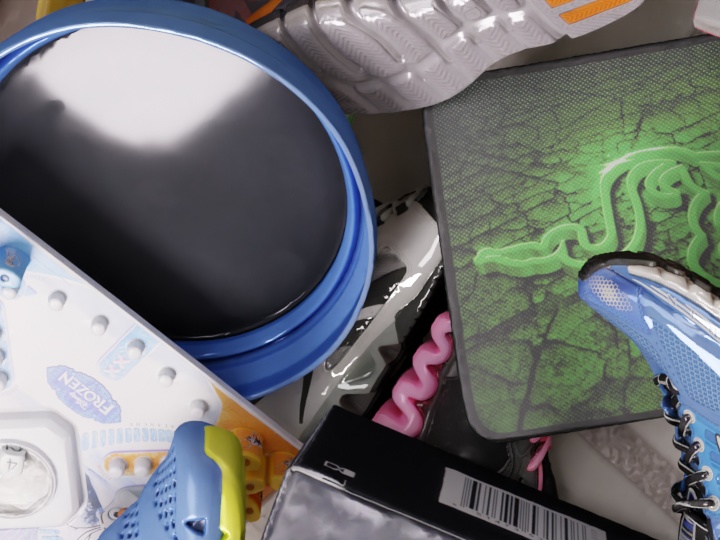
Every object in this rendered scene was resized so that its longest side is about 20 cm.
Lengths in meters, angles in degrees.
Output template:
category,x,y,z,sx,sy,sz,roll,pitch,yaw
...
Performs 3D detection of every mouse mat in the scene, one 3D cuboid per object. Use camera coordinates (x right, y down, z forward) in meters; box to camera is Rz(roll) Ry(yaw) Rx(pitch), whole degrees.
category,x,y,z,sx,sy,sz,roll,pitch,yaw
mouse mat,0.132,-0.019,0.777,0.198,0.008,0.163,-9,82,6

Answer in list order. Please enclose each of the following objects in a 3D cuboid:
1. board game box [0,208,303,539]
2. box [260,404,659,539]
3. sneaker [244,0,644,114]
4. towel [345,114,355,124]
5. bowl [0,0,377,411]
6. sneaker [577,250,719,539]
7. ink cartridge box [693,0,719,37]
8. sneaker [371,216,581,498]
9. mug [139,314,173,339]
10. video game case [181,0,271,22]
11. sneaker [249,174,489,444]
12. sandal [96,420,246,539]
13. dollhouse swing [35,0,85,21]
category,x,y,z,sx,sy,sz,roll,pitch,yaw
board game box,-0.160,0.096,0.826,0.200,0.026,0.200,39,110,-20
box,0.034,0.192,0.770,0.195,0.117,0.201,22,100,3
sneaker,0.035,-0.141,0.778,0.199,0.078,0.113,-14,58,26
towel,-0.060,-0.111,0.898,0.152,0.023,0.201,18,76,29
bowl,-0.090,-0.028,0.792,0.199,0.040,0.202,4,126,5
sneaker,0.152,0.076,0.725,0.089,0.079,0.200,-41,91,6
ink cartridge box,0.242,-0.125,0.663,0.198,0.083,0.146,18,99,-2
sneaker,0.061,0.067,0.836,0.095,0.079,0.201,34,108,8
mug,-0.165,0.090,0.912,0.133,0.177,0.201,37,102,20
video game case,-0.046,-0.200,0.881,0.183,0.023,0.200,-51,47,8
sneaker,0.000,0.000,0.857,0.088,0.074,0.201,38,107,13
sandal,-0.106,0.150,0.799,0.086,0.080,0.201,18,115,-12
dollhouse swing,-0.068,-0.181,0.830,0.180,0.177,0.201,-1,47,-3
